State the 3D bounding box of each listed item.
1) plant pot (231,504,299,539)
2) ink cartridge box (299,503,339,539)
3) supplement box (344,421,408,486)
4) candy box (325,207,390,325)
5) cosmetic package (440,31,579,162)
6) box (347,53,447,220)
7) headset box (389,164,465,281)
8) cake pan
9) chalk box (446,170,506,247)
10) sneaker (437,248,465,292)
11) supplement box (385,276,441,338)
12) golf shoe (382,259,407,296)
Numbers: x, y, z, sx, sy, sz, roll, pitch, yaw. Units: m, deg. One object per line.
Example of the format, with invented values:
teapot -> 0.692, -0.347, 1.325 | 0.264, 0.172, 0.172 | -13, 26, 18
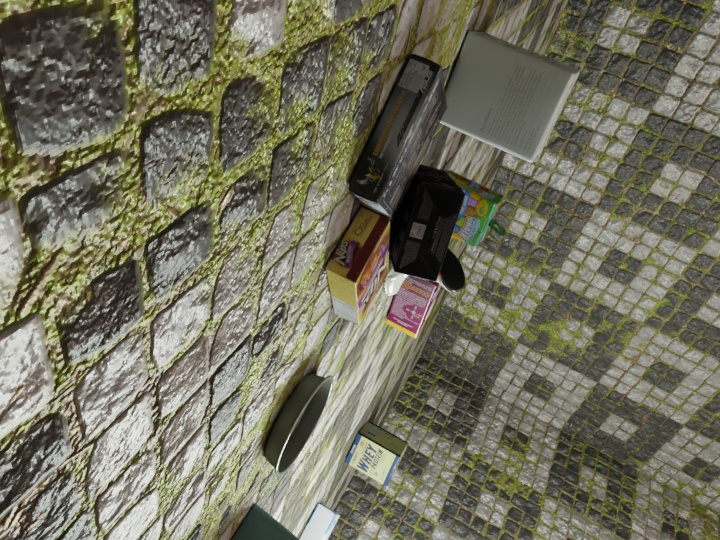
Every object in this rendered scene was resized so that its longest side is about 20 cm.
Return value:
plant pot -> -0.176, 0.619, 1.107 | 0.196, 0.199, 0.197 | -53, 164, -36
ink cartridge box -> -0.153, 0.970, 2.162 | 0.147, 0.085, 0.200 | -60, 165, -19
supplement box -> 0.070, 0.753, 2.371 | 0.135, 0.199, 0.200 | -66, 166, 6
candy box -> 0.000, 0.000, 0.931 | 0.117, 0.056, 0.200 | -61, 169, -20
cosmetic package -> 0.276, -0.328, 1.070 | 0.167, 0.199, 0.167 | -42, 155, -60
box -> 0.059, -0.182, 0.824 | 0.201, 0.048, 0.158 | -64, 169, 2
headset box -> 0.100, -0.091, 0.963 | 0.200, 0.077, 0.150 | -95, -160, -70
cake pan -> -0.114, 0.277, 1.052 | 0.201, 0.037, 0.201 | -59, 167, -23
chalk box -> 0.270, -0.145, 1.409 | 0.125, 0.199, 0.125 | -38, 151, -64
sneaker -> 0.168, -0.007, 1.333 | 0.067, 0.202, 0.108 | -11, 146, -28
supplement box -> 0.159, 0.063, 1.592 | 0.131, 0.103, 0.201 | -48, 160, -48
golf shoe -> 0.113, -0.016, 1.268 | 0.078, 0.097, 0.201 | -44, 158, -59
